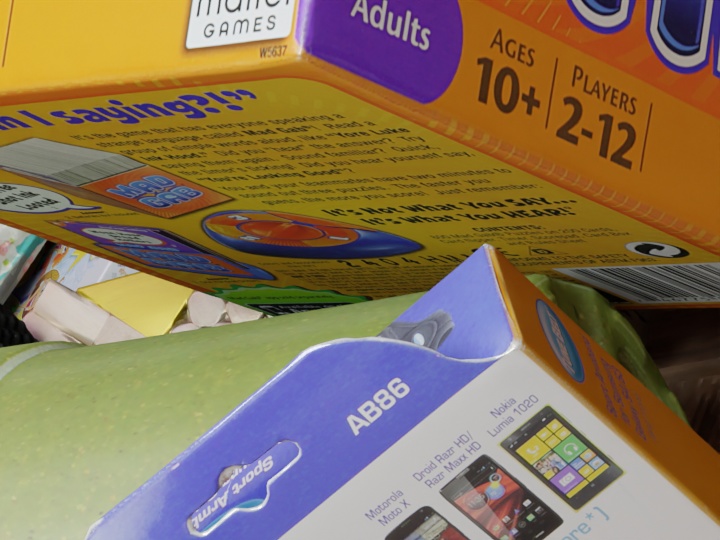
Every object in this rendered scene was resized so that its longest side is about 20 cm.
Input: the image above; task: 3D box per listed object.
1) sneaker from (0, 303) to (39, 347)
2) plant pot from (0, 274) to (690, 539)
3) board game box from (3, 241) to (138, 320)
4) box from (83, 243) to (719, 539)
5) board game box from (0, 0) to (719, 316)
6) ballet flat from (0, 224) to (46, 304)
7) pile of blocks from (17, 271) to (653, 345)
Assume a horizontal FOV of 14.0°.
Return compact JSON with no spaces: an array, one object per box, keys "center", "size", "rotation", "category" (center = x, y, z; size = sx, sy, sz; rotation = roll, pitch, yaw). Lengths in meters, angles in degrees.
[{"center":[-0.115,0.111,0.818],"size":[0.080,0.074,0.201],"rotation":[-19,68,21],"category":"sneaker"},{"center":[-0.014,0.086,0.726],"size":[0.189,0.200,0.201],"rotation":[-18,37,24],"category":"plant pot"},{"center":[-0.124,0.065,0.934],"size":[0.201,0.034,0.134],"rotation":[-60,21,-19],"category":"board game box"},{"center":[0.034,0.083,0.606],"size":[0.119,0.200,0.042],"rotation":[-39,28,16],"category":"box"},{"center":[-0.004,-0.109,0.713],"size":[0.199,0.199,0.201],"rotation":[-2,75,43],"category":"board game box"},{"center":[-0.156,0.020,0.936],"size":[0.076,0.064,0.201],"rotation":[-15,43,61],"category":"ballet flat"},{"center":[0.000,0.000,0.861],"size":[0.199,0.062,0.083],"rotation":[-9,76,14],"category":"pile of blocks"}]
